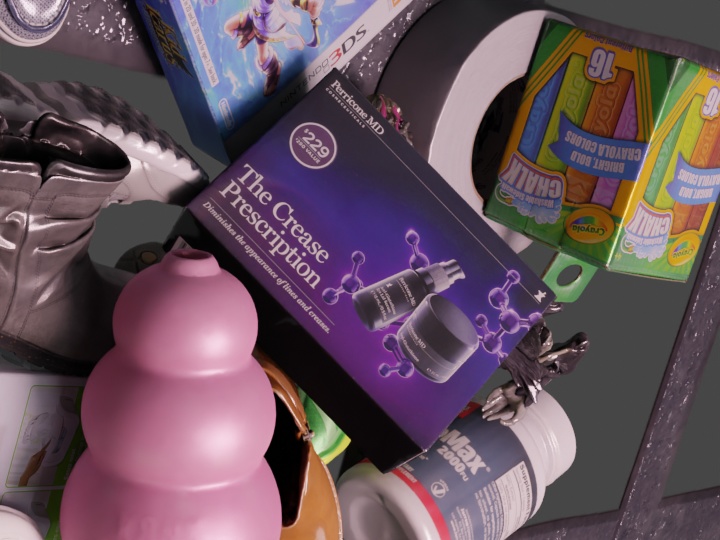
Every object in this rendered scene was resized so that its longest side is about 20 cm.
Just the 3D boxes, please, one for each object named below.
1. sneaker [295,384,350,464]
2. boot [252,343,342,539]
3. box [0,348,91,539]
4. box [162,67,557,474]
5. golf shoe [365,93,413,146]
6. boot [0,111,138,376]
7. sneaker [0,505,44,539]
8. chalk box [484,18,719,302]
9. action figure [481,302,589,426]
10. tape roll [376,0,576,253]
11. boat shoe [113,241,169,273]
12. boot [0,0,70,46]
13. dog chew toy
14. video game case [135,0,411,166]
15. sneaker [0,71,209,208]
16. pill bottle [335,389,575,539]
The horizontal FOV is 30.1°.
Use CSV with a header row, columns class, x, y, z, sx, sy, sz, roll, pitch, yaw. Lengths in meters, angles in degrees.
class,x,y,z,sx,sy,sz,roll,pitch,yaw
sneaker,-0.024,0.084,1.011,0.200,0.074,0.084,-40,109,-21
boot,-0.048,0.137,0.878,0.076,0.155,0.203,-15,104,-10
box,-0.237,0.135,0.766,0.175,0.096,0.202,6,105,-48
box,0.000,0.000,0.828,0.141,0.200,0.079,-46,-179,-28
golf shoe,-0.013,-0.023,0.939,0.072,0.091,0.203,3,93,-61
boot,-0.155,-0.013,0.717,0.199,0.070,0.132,5,130,-51
sneaker,-0.175,0.210,0.726,0.075,0.099,0.202,-32,131,-30
chalk box,0.186,-0.067,1.003,0.124,0.123,0.202,4,107,-48
action figure,0.114,0.063,1.084,0.102,0.120,0.199,-37,164,21
tape roll,0.096,-0.108,1.030,0.199,0.066,0.203,-25,126,-39
boat shoe,-0.138,0.083,0.869,0.071,0.075,0.202,9,105,-51
boot,-0.158,-0.205,0.676,0.072,0.090,0.202,-22,125,-39
dog chew toy,-0.100,0.089,0.734,0.124,0.124,0.203,-9,111,-45
video game case,-0.052,-0.191,0.811,0.181,0.045,0.201,-47,148,-21
sneaker,-0.177,-0.062,0.762,0.198,0.075,0.083,12,112,-41
pill bottle,0.085,0.176,1.128,0.199,0.119,0.121,-28,129,-36
